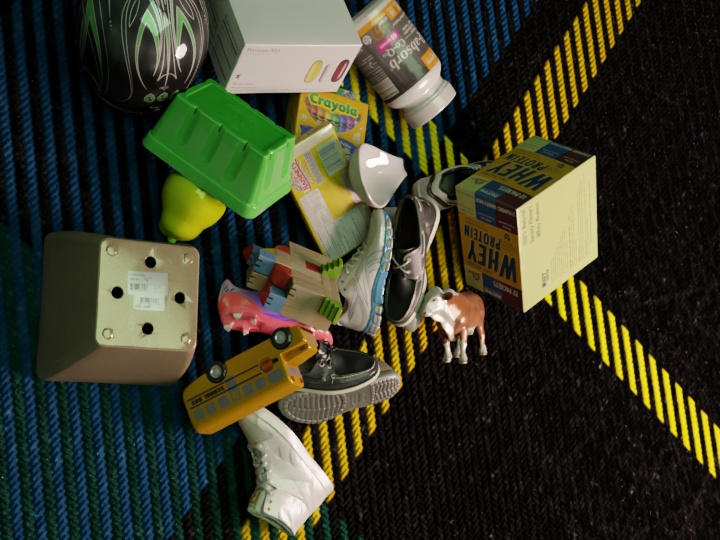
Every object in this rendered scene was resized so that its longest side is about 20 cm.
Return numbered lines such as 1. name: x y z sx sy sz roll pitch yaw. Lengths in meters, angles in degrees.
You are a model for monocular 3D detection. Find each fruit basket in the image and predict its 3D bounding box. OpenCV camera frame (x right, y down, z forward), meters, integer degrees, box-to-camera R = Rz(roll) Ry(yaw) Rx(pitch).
1. fruit basket: -0.214 -0.139 1.506 0.218 0.214 0.155 59 35 -9

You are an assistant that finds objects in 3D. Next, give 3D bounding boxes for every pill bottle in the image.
1. pill bottle: 0.061 -0.339 1.706 0.201 0.116 0.117 49 62 -14

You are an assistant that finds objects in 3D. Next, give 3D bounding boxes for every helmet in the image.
1. helmet: -0.300 -0.337 1.444 0.197 0.191 0.203 11 53 -15

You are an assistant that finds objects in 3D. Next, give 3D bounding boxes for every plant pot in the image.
1. plant pot: -0.309 0.045 1.395 0.197 0.176 0.204 6 80 -29

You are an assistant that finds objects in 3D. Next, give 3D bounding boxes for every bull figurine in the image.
1. bull figurine: 0.155 0.083 1.680 0.199 0.064 0.124 -5 92 -63

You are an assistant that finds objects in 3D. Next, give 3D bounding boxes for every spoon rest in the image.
1. spoon rest: 0.030 -0.151 1.623 0.200 0.060 0.101 -32 105 -73

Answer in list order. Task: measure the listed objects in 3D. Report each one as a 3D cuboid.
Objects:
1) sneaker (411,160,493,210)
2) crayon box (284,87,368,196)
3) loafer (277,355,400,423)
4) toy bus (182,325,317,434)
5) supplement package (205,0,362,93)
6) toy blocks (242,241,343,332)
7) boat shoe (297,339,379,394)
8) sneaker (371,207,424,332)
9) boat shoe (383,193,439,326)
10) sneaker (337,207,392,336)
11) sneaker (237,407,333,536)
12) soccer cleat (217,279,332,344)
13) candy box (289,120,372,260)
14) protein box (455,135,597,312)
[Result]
1. sneaker: 0.185 -0.143 1.763 0.198 0.087 0.077 -20 90 -32
2. crayon box: -0.058 -0.209 1.654 0.124 0.051 0.204 13 75 -28
3. loafer: -0.038 0.177 1.601 0.197 0.076 0.070 -8 42 -24
4. toy bus: -0.150 0.151 1.468 0.198 0.065 0.079 -28 72 10
5. supplement package: -0.124 -0.363 1.578 0.197 0.111 0.158 -7 62 -30
6. toy blocks: -0.105 0.011 1.525 0.135 0.201 0.101 22 110 -16
7. boat shoe: -0.069 0.133 1.536 0.195 0.067 0.075 1 39 2
8. sneaker: 0.058 -0.001 1.685 0.079 0.076 0.204 -5 83 -13
9. boat shoe: 0.067 -0.016 1.612 0.067 0.071 0.204 18 84 -60
10. sneaker: 0.000 0.000 1.617 0.085 0.075 0.204 8 100 -6
11. sneaker: -0.134 0.292 1.515 0.201 0.073 0.116 51 59 -15
12. soccer cleat: -0.125 0.070 1.566 0.198 0.067 0.077 19 45 -32
13. candy box: -0.051 -0.116 1.599 0.101 0.026 0.202 -31 119 -10
14. protein box: 0.279 -0.080 1.734 0.199 0.134 0.201 -33 129 -30
